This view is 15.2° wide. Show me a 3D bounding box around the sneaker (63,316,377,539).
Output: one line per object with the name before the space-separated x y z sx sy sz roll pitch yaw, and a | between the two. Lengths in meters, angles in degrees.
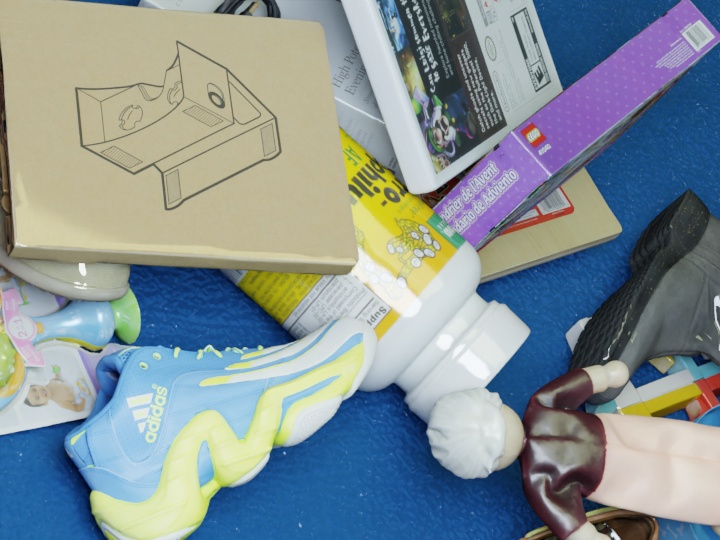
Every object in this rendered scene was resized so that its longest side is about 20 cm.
sneaker | -0.081 0.066 1.498 0.200 0.076 0.105 -41 97 -29

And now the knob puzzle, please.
knob puzzle | 0.050 -0.078 1.753 0.219 0.030 0.220 14 53 -19

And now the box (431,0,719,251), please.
box | 0.127 -0.083 1.685 0.039 0.137 0.200 49 49 4

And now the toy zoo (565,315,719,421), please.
toy zoo | 0.218 0.075 1.759 0.200 0.020 0.131 -17 69 -40

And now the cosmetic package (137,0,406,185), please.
cosmetic package | -0.039 -0.135 1.684 0.200 0.074 0.102 27 51 -1

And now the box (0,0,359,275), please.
box | -0.106 -0.077 1.520 0.200 0.021 0.164 3 62 -21

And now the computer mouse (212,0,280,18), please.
computer mouse | -0.118 -0.093 1.606 0.059 0.034 0.200 40 73 20

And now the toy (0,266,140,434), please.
toy | -0.210 0.032 1.491 0.200 0.047 0.115 -8 61 -37

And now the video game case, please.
video game case | 0.047 -0.168 1.635 0.182 0.023 0.200 -36 110 -53

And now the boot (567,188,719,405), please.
boot | 0.221 0.045 1.725 0.132 0.070 0.200 42 49 -6

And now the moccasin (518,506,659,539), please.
moccasin | 0.100 0.189 1.557 0.201 0.078 0.074 -16 70 -40

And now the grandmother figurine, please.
grandmother figurine | 0.132 0.111 1.570 0.200 0.061 0.122 14 55 -19

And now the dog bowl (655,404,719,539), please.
dog bowl | 0.260 0.137 1.701 0.200 0.050 0.112 -5 81 -38

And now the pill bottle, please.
pill bottle | 0.000 0.000 1.608 0.200 0.113 0.113 42 45 1

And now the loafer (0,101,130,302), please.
loafer | -0.192 -0.062 1.527 0.076 0.068 0.200 -7 47 -52
